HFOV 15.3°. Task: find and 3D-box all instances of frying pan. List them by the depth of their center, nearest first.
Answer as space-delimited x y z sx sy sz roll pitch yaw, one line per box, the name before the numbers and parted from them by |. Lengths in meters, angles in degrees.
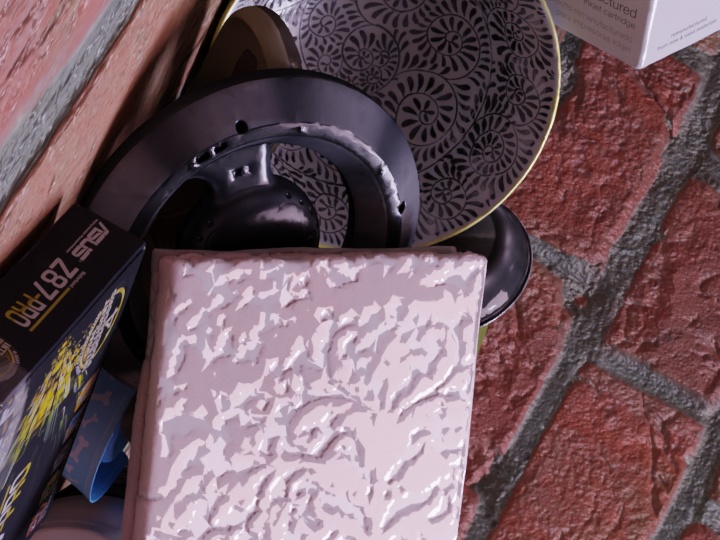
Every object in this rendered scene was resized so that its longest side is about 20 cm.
frying pan | 0.005 -0.013 1.535 0.031 0.189 0.115 83 16 -50

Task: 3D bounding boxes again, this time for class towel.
towel | -0.030 0.081 1.394 0.032 0.199 0.192 21 -72 57

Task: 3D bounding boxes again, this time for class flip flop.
flip flop | -0.087 -0.053 1.421 0.057 0.081 0.200 -16 144 -40

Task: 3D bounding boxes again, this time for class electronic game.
electronic game | -0.060 -0.015 1.395 0.042 0.199 0.201 50 -58 47

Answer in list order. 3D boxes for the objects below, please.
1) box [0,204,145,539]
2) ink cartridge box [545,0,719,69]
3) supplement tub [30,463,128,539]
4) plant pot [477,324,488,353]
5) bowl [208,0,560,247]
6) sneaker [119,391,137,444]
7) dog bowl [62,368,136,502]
box | -0.181 0.086 1.292 0.161 0.049 0.201 -49 167 -55
ink cartridge box | 0.137 -0.235 1.456 0.084 0.145 0.201 -27 138 -38
supplement tub | -0.152 0.197 1.626 0.141 0.140 0.200 -63 174 9
plant pot | 0.008 0.007 1.638 0.200 0.186 0.188 -101 -146 -64
bowl | 0.006 -0.119 1.505 0.201 0.200 0.094 -64 -161 18
sneaker | -0.086 0.116 1.539 0.075 0.084 0.200 -57 161 -25
dog bowl | -0.130 0.043 1.565 0.200 0.049 0.112 -57 172 -39
